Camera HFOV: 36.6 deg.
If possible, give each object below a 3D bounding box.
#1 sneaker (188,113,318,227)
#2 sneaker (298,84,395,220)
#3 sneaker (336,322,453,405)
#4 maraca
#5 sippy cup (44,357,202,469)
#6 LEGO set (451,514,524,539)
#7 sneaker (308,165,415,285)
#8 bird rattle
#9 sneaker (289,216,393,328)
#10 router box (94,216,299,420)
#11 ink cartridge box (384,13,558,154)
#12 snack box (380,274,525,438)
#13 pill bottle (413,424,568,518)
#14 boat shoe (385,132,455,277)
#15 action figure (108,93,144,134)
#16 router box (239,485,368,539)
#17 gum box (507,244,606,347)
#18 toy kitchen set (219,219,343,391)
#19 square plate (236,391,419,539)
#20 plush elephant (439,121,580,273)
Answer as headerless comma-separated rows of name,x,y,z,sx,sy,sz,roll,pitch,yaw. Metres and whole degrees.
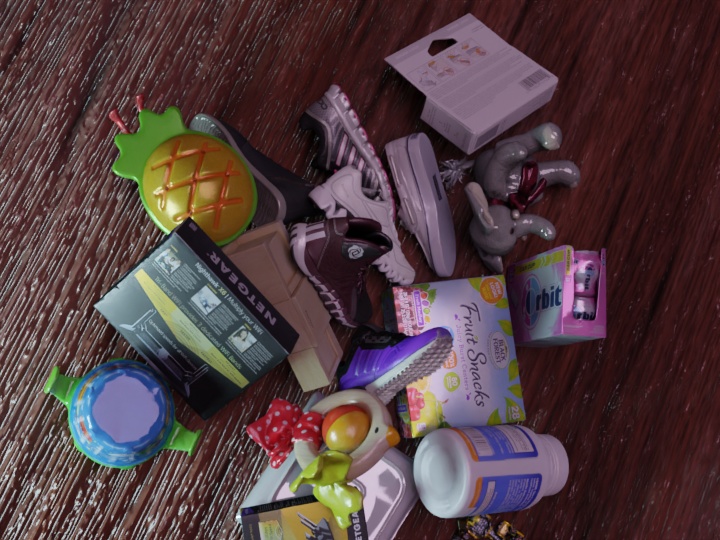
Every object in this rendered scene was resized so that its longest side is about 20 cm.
sneaker,-0.145,-0.131,1.459,0.200,0.075,0.106,49,28,19
sneaker,-0.020,-0.146,1.487,0.087,0.074,0.202,-28,101,2
sneaker,0.032,0.106,1.407,0.069,0.200,0.101,2,58,-46
maraca,-0.219,-0.117,1.368,0.200,0.107,0.137,43,77,2
sippy cup,-0.289,0.172,1.331,0.175,0.130,0.142,-11,84,-17
LEGO set,0.159,0.411,1.417,0.154,0.116,0.200,46,73,-4
sneaker,0.019,-0.056,1.448,0.081,0.075,0.200,-46,122,-3
bird rattle,-0.036,0.215,1.354,0.162,0.200,0.113,-33,121,-8
sneaker,0.000,0.000,1.390,0.114,0.200,0.076,-18,51,19
router box,-0.198,0.061,1.320,0.157,0.052,0.200,-37,102,25
ink cartridge box,0.153,-0.267,1.537,0.176,0.045,0.199,41,52,20
snack box,0.125,0.116,1.483,0.166,0.068,0.203,-5,84,-16
pill bottle,0.177,0.261,1.431,0.198,0.111,0.114,4,79,-37
boat shoe,0.081,-0.086,1.504,0.065,0.072,0.202,-9,107,25
action figure,-0.256,-0.132,1.435,0.065,0.052,0.201,-33,93,-20
router box,-0.061,0.388,1.373,0.155,0.052,0.203,-10,91,-7
gum box,0.262,0.038,1.462,0.065,0.200,0.115,4,81,-14
toy kitchen set,-0.133,0.045,1.428,0.178,0.164,0.202,-18,109,20
square plate,-0.030,0.296,1.433,0.199,0.028,0.199,36,74,-6
plush elephant,0.205,-0.090,1.495,0.197,0.165,0.157,-8,67,13
